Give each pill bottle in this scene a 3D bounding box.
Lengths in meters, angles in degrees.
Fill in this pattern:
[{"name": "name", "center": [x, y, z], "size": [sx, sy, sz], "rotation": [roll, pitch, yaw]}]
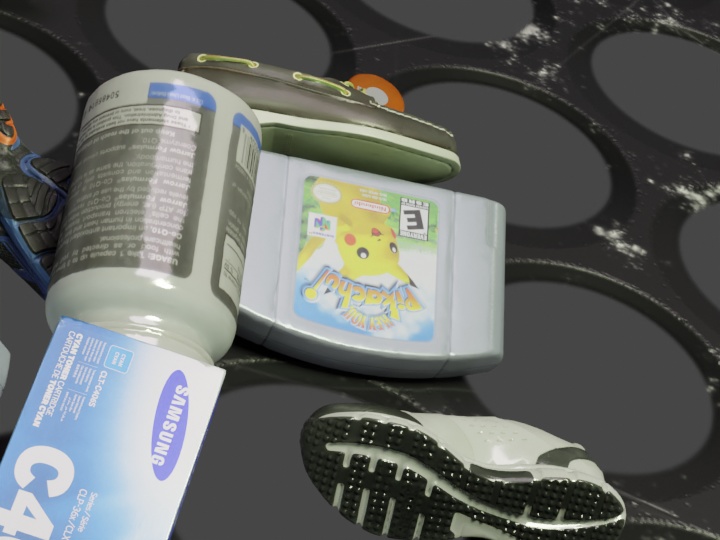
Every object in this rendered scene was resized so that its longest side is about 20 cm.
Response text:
[{"name": "pill bottle", "center": [-0.124, -0.007, 1.050], "size": [0.113, 0.114, 0.201], "rotation": [12, 60, -10]}]

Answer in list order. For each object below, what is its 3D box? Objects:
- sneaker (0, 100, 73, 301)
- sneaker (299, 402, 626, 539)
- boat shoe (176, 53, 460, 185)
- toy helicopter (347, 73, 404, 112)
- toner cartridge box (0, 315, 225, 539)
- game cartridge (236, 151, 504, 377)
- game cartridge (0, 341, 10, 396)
[{"name": "sneaker", "center": [-0.223, -0.039, 1.126], "size": [0.200, 0.078, 0.075], "rotation": [49, 47, 8]}, {"name": "sneaker", "center": [0.057, 0.121, 1.064], "size": [0.199, 0.074, 0.080], "rotation": [17, 22, -11]}, {"name": "boat shoe", "center": [-0.028, -0.103, 1.188], "size": [0.200, 0.072, 0.061], "rotation": [10, 64, -10]}, {"name": "toy helicopter", "center": [-0.033, -0.054, 1.232], "size": [0.132, 0.079, 0.201], "rotation": [9, 49, -23]}, {"name": "toner cartridge box", "center": [-0.144, 0.130, 0.899], "size": [0.094, 0.043, 0.201], "rotation": [19, 63, -3]}, {"name": "game cartridge", "center": [0.000, 0.000, 1.155], "size": [0.199, 0.040, 0.134], "rotation": [11, 64, -14]}, {"name": "game cartridge", "center": [-0.257, 0.044, 0.946], "size": [0.133, 0.040, 0.200], "rotation": [48, 14, -5]}]
